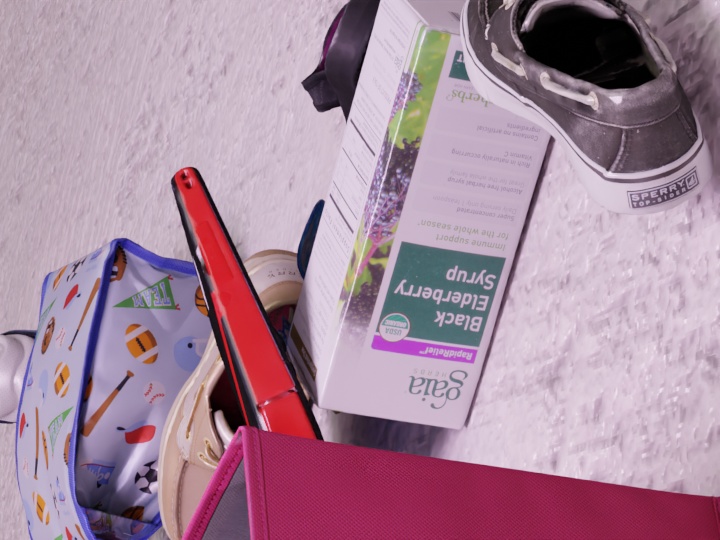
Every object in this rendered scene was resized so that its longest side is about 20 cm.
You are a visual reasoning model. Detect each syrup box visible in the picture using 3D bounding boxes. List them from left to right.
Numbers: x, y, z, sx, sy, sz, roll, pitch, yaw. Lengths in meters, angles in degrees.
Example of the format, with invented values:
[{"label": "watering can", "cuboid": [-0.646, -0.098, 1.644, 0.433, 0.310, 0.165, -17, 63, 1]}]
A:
[{"label": "syrup box", "cuboid": [0.031, -0.030, 1.234, 0.081, 0.078, 0.201, -123, 46, -64]}]

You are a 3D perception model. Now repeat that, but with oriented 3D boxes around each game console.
[{"label": "game console", "cuboid": [-0.050, 0.061, 1.331, 0.200, 0.031, 0.177, 82, 168, -62]}]

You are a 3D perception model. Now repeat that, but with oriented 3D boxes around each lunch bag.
[{"label": "lunch bag", "cuboid": [-0.160, 0.098, 1.684, 0.170, 0.123, 0.201, 154, 131, -67]}]

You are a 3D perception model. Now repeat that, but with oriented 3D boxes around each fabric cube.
[{"label": "fabric cube", "cuboid": [0.025, 0.203, 0.944, 0.196, 0.199, 0.200, 118, 154, -43]}]

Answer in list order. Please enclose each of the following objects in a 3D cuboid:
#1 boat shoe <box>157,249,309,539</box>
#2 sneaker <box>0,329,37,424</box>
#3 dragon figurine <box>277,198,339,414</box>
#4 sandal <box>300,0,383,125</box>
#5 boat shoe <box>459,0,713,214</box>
[{"label": "boat shoe", "cuboid": [-0.072, 0.088, 1.494, 0.069, 0.073, 0.201, -111, 35, -67]}, {"label": "sneaker", "cuboid": [-0.253, 0.077, 1.932, 0.200, 0.146, 0.081, -171, 91, -72]}, {"label": "dragon figurine", "cuboid": [0.000, 0.000, 1.345, 0.100, 0.059, 0.201, -113, 35, -58]}, {"label": "sandal", "cuboid": [-0.003, -0.116, 1.335, 0.076, 0.048, 0.200, -62, -8, -11]}, {"label": "boat shoe", "cuboid": [0.092, -0.096, 1.076, 0.200, 0.071, 0.064, -128, 16, -57]}]
